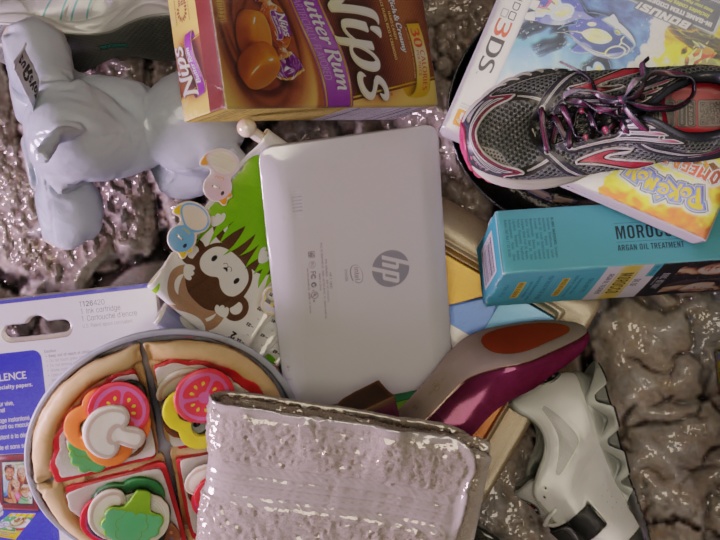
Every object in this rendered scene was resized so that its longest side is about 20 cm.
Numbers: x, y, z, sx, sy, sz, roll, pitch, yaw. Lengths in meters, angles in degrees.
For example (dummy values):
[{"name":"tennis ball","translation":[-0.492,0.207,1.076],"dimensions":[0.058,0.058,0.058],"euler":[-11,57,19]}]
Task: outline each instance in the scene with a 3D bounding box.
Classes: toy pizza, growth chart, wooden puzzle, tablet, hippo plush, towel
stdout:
[{"name":"toy pizza","translation":[-0.138,0.133,0.931],"dimensions":[0.200,0.032,0.201],"euler":[-6,118,-12]},{"name":"growth chart","translation":[-0.080,0.003,0.932],"dimensions":[0.144,0.018,0.200],"euler":[25,96,-29]},{"name":"wooden puzzle","translation":[0.060,0.056,0.999],"dimensions":[0.185,0.037,0.200],"euler":[30,91,3]},{"name":"tablet","translation":[0.000,0.000,0.937],"dimensions":[0.130,0.014,0.201],"euler":[-9,111,-11]},{"name":"hippo plush","translation":[-0.169,-0.120,0.955],"dimensions":[0.160,0.200,0.160],"euler":[-12,71,-15]},{"name":"towel","translation":[-0.014,0.160,0.909],"dimensions":[0.199,0.034,0.133],"euler":[8,108,1]}]

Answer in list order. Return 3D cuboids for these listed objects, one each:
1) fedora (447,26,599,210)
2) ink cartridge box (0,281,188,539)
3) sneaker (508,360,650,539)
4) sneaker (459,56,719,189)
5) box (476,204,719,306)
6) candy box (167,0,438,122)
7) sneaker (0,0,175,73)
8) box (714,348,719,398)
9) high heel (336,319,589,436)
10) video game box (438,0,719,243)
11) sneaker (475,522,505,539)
[{"name":"fedora","translation":[0.165,-0.119,0.968],"dimensions":[0.200,0.092,0.201],"euler":[0,89,2]},{"name":"ink cartridge box","translation":[-0.237,0.118,1.011],"dimensions":[0.197,0.047,0.201],"euler":[-6,88,4]},{"name":"sneaker","translation":[0.163,0.176,0.973],"dimensions":[0.088,0.074,0.201],"euler":[-16,85,-1]},{"name":"sneaker","translation":[0.162,-0.102,0.840],"dimensions":[0.199,0.075,0.081],"euler":[-10,90,4]},{"name":"box","translation":[0.191,-0.013,0.953],"dimensions":[0.199,0.082,0.049],"euler":[-4,72,-5]},{"name":"candy box","translation":[-0.038,-0.169,0.940],"dimensions":[0.200,0.056,0.117],"euler":[-7,89,-42]},{"name":"sneaker","translation":[-0.207,-0.202,1.009],"dimensions":[0.200,0.070,0.080],"euler":[-4,64,8]},{"name":"box","translation":[0.368,0.104,0.902],"dimensions":[0.192,0.200,0.122],"euler":[-8,90,3]},{"name":"high heel","translation":[0.082,0.105,0.958],"dimensions":[0.199,0.067,0.096],"euler":[-19,114,-6]},{"name":"video game box","translation":[0.180,-0.140,0.899],"dimensions":[0.200,0.047,0.183],"euler":[23,93,3]},{"name":"sneaker","translation":[0.038,0.233,0.988],"dimensions":[0.199,0.078,0.100],"euler":[17,100,8]}]
